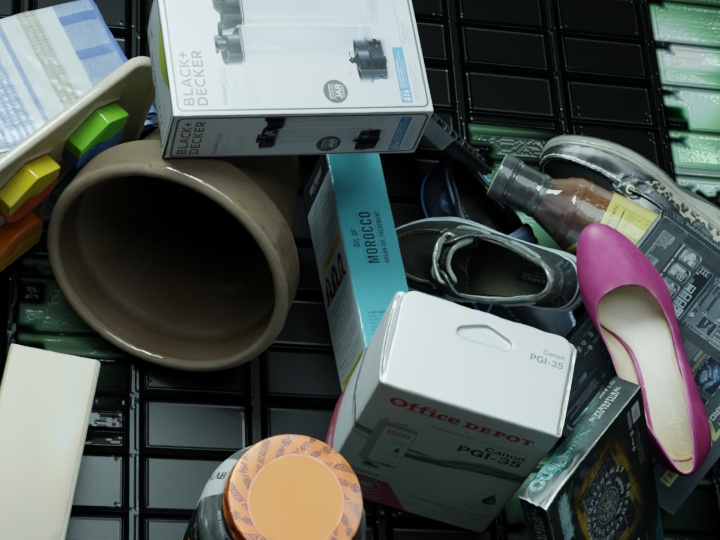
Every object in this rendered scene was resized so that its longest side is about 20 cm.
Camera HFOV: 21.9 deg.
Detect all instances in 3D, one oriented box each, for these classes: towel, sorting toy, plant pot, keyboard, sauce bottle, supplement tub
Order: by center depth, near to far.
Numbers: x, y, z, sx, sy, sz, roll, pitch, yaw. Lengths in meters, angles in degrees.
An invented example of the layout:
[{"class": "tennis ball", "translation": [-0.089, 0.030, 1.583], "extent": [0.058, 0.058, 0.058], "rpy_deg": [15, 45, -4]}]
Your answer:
[{"class": "supplement tub", "translation": [-0.067, 0.202, 1.346], "extent": [0.122, 0.200, 0.123], "rpy_deg": [7, 60, -11]}, {"class": "sorting toy", "translation": [-0.245, -0.068, 1.454], "extent": [0.200, 0.185, 0.037], "rpy_deg": [-37, 80, -29]}, {"class": "plant pot", "translation": [-0.126, -0.048, 1.490], "extent": [0.199, 0.201, 0.175], "rpy_deg": [27, 42, 0]}, {"class": "sauce bottle", "translation": [0.203, -0.036, 1.561], "extent": [0.199, 0.066, 0.066], "rpy_deg": [27, 58, 6]}, {"class": "towel", "translation": [-0.290, -0.153, 1.585], "extent": [0.199, 0.024, 0.147], "rpy_deg": [-20, 67, -26]}, {"class": "keyboard", "translation": [0.027, -0.155, 1.592], "extent": [0.127, 0.021, 0.200], "rpy_deg": [25, 15, -47]}]

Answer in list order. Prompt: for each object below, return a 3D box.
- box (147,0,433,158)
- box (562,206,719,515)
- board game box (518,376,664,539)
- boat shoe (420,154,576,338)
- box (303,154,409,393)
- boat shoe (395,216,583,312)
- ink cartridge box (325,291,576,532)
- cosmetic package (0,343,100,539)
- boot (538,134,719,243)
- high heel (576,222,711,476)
[{"class": "box", "translation": [-0.055, -0.149, 1.398], "extent": [0.199, 0.060, 0.117], "rpy_deg": [-1, 64, -15]}, {"class": "box", "translation": [0.252, 0.074, 1.515], "extent": [0.157, 0.200, 0.051], "rpy_deg": [35, 15, 1]}, {"class": "board game box", "translation": [0.182, 0.197, 1.428], "extent": [0.028, 0.201, 0.135], "rpy_deg": [20, 51, 35]}, {"class": "boat shoe", "translation": [0.116, -0.012, 1.591], "extent": [0.084, 0.069, 0.200], "rpy_deg": [-33, 75, -28]}, {"class": "box", "translation": [0.000, 0.000, 1.546], "extent": [0.049, 0.082, 0.201], "rpy_deg": [-2, 63, -18]}, {"class": "boat shoe", "translation": [0.090, -0.009, 1.525], "extent": [0.199, 0.071, 0.073], "rpy_deg": [7, 85, 35]}, {"class": "ink cartridge box", "translation": [0.063, 0.113, 1.430], "extent": [0.146, 0.200, 0.083], "rpy_deg": [17, 59, -5]}, {"class": "cosmetic package", "translation": [-0.248, 0.168, 1.371], "extent": [0.071, 0.105, 0.201], "rpy_deg": [12, 58, -8]}, {"class": "boot", "translation": [0.226, -0.018, 1.625], "extent": [0.203, 0.074, 0.154], "rpy_deg": [30, 61, 4]}, {"class": "high heel", "translation": [0.217, 0.062, 1.438], "extent": [0.067, 0.096, 0.201], "rpy_deg": [-18, 101, 10]}]
